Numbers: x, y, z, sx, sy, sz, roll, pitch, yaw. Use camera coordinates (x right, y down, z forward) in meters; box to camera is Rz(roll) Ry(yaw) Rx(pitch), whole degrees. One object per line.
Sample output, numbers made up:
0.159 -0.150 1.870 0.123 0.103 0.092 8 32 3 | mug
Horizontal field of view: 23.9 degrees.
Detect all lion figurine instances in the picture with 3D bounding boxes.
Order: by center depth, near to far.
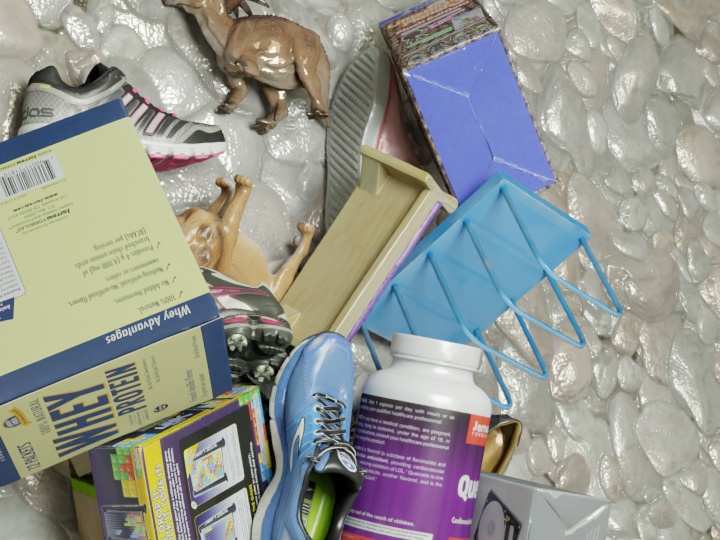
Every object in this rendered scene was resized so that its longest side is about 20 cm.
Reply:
-0.106 -0.005 1.496 0.200 0.072 0.123 33 73 -33 | lion figurine

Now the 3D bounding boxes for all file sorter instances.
0.116 0.039 1.540 0.138 0.200 0.123 28 28 -42 | file sorter

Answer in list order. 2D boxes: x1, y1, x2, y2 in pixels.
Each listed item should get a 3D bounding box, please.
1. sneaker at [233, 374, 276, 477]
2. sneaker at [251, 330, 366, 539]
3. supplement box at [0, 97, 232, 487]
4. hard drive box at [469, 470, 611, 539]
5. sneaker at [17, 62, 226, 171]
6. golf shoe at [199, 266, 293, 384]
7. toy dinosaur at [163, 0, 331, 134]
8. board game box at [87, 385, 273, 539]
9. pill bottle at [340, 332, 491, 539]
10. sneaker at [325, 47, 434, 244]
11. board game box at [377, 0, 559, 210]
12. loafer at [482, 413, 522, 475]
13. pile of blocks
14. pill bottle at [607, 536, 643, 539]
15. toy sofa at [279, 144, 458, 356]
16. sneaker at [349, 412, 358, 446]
-0.086 0.126 1.450 0.201 0.087 0.074 64 32 -7 | sneaker
-0.027 0.147 1.375 0.078 0.089 0.201 17 71 -34 | sneaker
-0.224 0.017 1.261 0.199 0.134 0.201 -22 66 -11 | supplement box
0.122 0.255 1.450 0.076 0.200 0.157 12 84 -21 | hard drive box
-0.203 -0.134 1.456 0.199 0.074 0.088 2 81 -34 | sneaker
-0.155 0.039 1.403 0.199 0.077 0.088 11 40 -23 | golf shoe
-0.083 -0.209 1.572 0.199 0.086 0.136 24 60 -33 | toy dinosaur
-0.131 0.210 1.355 0.165 0.056 0.201 -22 107 -56 | board game box
0.047 0.158 1.429 0.112 0.112 0.201 13 86 -35 | pill bottle
0.026 -0.107 1.635 0.104 0.075 0.202 16 70 -34 | sneaker
0.098 -0.161 1.602 0.200 0.096 0.160 -105 172 -70 | board game box
0.086 0.208 1.580 0.073 0.072 0.201 43 54 -21 | loafer
-0.211 0.126 1.360 0.062 0.082 0.201 -24 91 -41 | pile of blocks
0.185 0.299 1.546 0.111 0.200 0.112 14 67 -35 | pill bottle
0.000 0.000 1.508 0.201 0.083 0.098 -56 143 -10 | toy sofa
-0.003 0.178 1.516 0.090 0.075 0.201 31 57 -34 | sneaker
